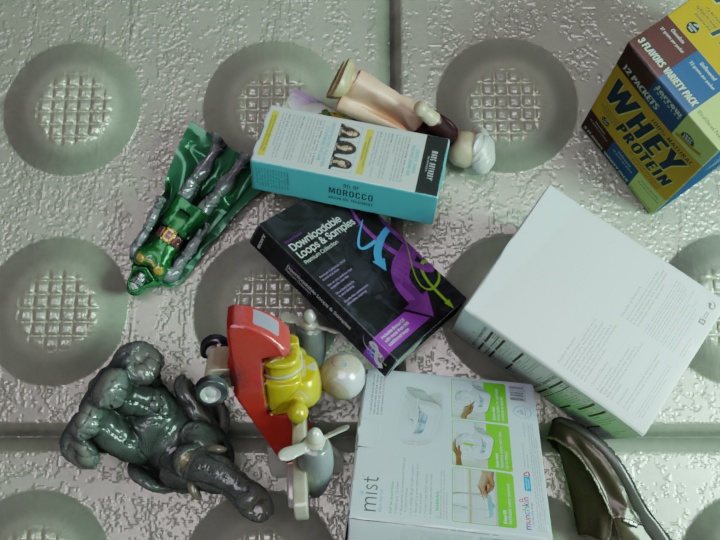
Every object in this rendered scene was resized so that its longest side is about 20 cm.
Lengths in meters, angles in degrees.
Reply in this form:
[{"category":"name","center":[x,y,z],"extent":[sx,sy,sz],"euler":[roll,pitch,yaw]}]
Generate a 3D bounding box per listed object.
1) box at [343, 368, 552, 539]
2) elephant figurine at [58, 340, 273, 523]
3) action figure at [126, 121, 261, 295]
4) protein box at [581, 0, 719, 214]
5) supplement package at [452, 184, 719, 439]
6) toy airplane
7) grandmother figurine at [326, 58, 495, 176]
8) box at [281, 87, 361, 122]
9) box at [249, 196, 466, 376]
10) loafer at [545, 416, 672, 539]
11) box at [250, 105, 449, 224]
[{"category":"box","center":[0.079,0.195,0.802],"extent":[0.175,0.097,0.201],"euler":[4,33,2]},{"category":"elephant figurine","center":[-0.187,0.175,0.855],"extent":[0.199,0.156,0.142],"euler":[34,123,-14]},{"category":"action figure","center":[-0.197,-0.056,0.948],"extent":[0.118,0.055,0.201],"euler":[32,84,6]},{"category":"protein box","center":[0.368,-0.192,0.886],"extent":[0.198,0.200,0.135],"euler":[-34,78,-6]},{"category":"supplement package","center":[0.219,0.048,0.859],"extent":[0.199,0.151,0.152],"euler":[35,81,9]},{"category":"toy airplane","center":[-0.056,0.131,0.824],"extent":[0.140,0.199,0.202],"euler":[-22,77,9]},{"category":"grandmother figurine","center":[0.061,-0.163,0.936],"extent":[0.199,0.121,0.061],"euler":[26,102,-12]},{"category":"box","center":[0.001,-0.142,0.967],"extent":[0.199,0.041,0.039],"euler":[29,79,7]},{"category":"box","center":[0.000,0.000,0.896],"extent":[0.200,0.036,0.143],"euler":[43,44,12]},{"category":"loafer","center":[0.245,0.240,0.853],"extent":[0.071,0.073,0.201],"euler":[-33,78,-7]},{"category":"box","center":[-0.010,-0.113,0.903],"extent":[0.198,0.049,0.083],"euler":[12,57,4]}]
